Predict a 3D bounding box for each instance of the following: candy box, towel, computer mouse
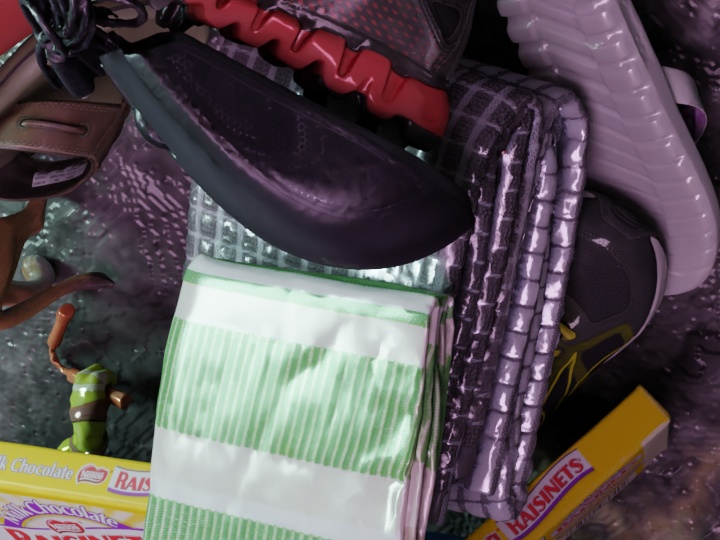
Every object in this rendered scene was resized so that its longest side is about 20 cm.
[{"bbox_3d":[-0.102,0.119,1.271,0.199,0.026,0.102,6,149,29],"label":"candy box"},{"bbox_3d":[-0.029,0.100,1.148,0.152,0.023,0.201,9,97,38],"label":"towel"},{"bbox_3d":[-0.052,-0.049,1.087,0.200,0.139,0.053,28,82,3],"label":"computer mouse"},{"bbox_3d":[0.000,0.000,1.191,0.165,0.085,0.201,18,102,36],"label":"towel"},{"bbox_3d":[0.059,0.131,1.244,0.200,0.102,0.026,-41,76,-3],"label":"candy box"}]

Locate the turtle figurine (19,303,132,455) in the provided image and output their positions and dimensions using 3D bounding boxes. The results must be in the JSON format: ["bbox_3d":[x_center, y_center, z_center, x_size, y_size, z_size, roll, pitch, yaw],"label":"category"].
[{"bbox_3d":[-0.127,0.121,1.384,0.161,0.064,0.200,25,125,4],"label":"turtle figurine"}]

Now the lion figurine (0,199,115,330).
[{"bbox_3d":[-0.212,-0.029,1.290,0.200,0.123,0.072,38,125,-6],"label":"lion figurine"}]

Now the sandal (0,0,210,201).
[{"bbox_3d":[-0.149,-0.055,1.234,0.057,0.201,0.080,51,169,20],"label":"sandal"}]

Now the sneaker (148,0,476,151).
[{"bbox_3d":[-0.037,-0.129,1.079,0.200,0.071,0.098,29,89,-18],"label":"sneaker"}]

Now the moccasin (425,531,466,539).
[{"bbox_3d":[0.029,0.165,1.337,0.199,0.080,0.068,9,98,7],"label":"moccasin"}]

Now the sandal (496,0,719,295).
[{"bbox_3d":[0.117,-0.070,1.186,0.082,0.050,0.203,15,142,35],"label":"sandal"}]

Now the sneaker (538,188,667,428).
[{"bbox_3d":[0.071,0.044,1.237,0.074,0.085,0.200,33,137,0],"label":"sneaker"}]

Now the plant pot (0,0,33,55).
[{"bbox_3d":[-0.164,-0.185,1.149,0.177,0.201,0.201,-22,111,18],"label":"plant pot"}]
